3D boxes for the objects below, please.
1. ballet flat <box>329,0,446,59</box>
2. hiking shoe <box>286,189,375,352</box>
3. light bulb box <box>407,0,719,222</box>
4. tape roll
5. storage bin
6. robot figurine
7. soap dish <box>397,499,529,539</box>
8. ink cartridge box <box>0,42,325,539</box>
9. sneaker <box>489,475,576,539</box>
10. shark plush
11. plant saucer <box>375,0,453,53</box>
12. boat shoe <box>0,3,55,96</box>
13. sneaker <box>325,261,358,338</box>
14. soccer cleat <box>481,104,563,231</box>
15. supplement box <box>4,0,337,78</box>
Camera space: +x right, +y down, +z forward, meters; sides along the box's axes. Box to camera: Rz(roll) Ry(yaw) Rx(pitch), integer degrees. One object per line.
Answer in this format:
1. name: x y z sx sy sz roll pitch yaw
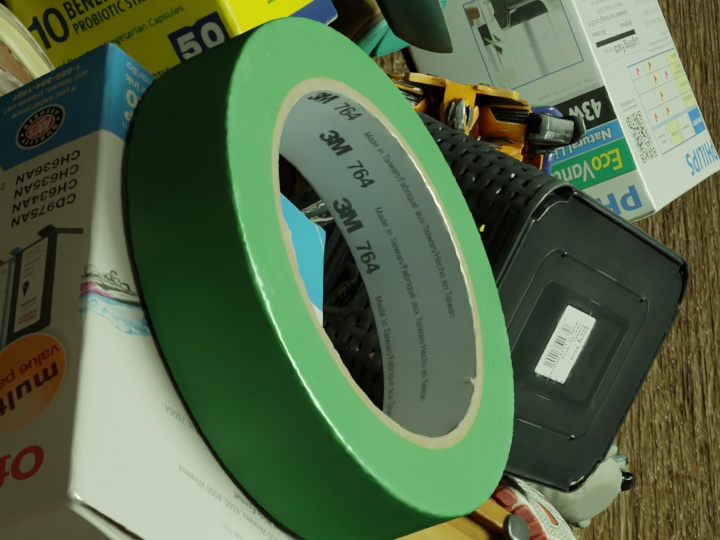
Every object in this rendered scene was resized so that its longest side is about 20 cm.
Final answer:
1. ballet flat: -0.007 -0.152 1.238 0.063 0.069 0.200 40 24 5
2. hiking shoe: 0.000 0.000 1.106 0.200 0.074 0.087 -1 77 -59
3. light bulb box: 0.140 -0.128 1.408 0.198 0.124 0.201 -27 96 -64
4. tape roll: -0.010 0.004 0.782 0.200 0.048 0.202 44 35 -42
5. storage bin: 0.068 0.020 1.005 0.200 0.093 0.136 24 93 -60
6. robot figurine: 0.048 -0.077 1.140 0.200 0.144 0.059 -99 -161 -86
7. soap dish: -0.006 0.146 0.931 0.200 0.081 0.158 34 45 -30
8. ink cartridge box: -0.111 0.053 0.771 0.145 0.146 0.201 43 35 -42
9. sneaker: 0.068 0.147 1.098 0.200 0.078 0.082 49 11 -41
10. shark plush: 0.131 0.110 1.288 0.083 0.091 0.199 45 23 26
11. plant saucer: -0.002 -0.203 1.087 0.200 0.027 0.201 -24 90 -88
12. boat shoe: -0.133 -0.029 0.885 0.200 0.072 0.068 48 38 -25
13. sneaker: -0.030 0.032 1.006 0.200 0.088 0.077 43 35 -42
14. soccer cleat: 0.082 -0.024 1.253 0.065 0.083 0.201 48 43 -40
15. supplement box: -0.115 -0.179 0.979 0.201 0.108 0.110 63 27 -10
